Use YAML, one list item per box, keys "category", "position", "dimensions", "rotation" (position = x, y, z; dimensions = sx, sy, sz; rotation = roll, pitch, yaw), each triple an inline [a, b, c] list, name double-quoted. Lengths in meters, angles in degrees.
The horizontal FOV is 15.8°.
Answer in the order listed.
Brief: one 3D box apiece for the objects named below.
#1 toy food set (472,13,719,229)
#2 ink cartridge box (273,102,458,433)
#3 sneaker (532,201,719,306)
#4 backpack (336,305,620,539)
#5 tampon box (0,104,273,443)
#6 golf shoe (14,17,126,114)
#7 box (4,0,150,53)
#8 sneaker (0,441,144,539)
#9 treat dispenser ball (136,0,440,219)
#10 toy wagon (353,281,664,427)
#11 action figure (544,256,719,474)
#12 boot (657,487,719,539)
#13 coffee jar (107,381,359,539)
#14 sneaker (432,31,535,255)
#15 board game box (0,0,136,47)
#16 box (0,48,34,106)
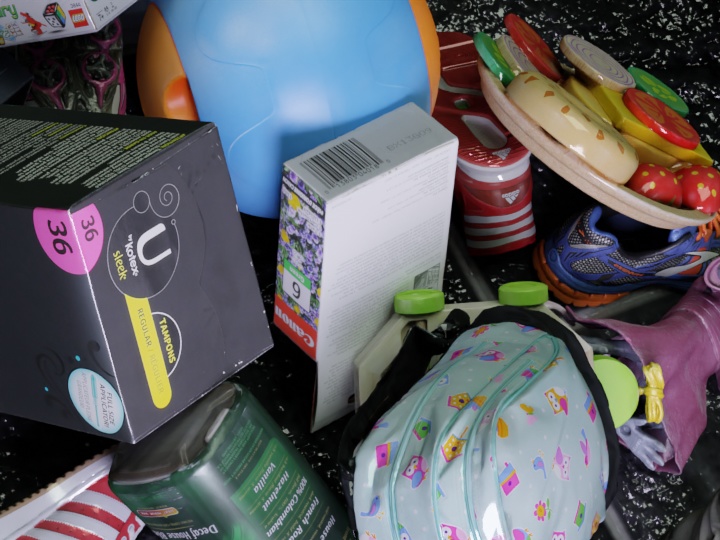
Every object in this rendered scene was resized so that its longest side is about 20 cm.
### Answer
- category: "toy food set"
  position: [0.159, -0.101, 1.729]
  dimensions: [0.199, 0.049, 0.198]
  rotation: [22, 24, -30]
- category: "ink cartridge box"
  position: [0.000, 0.000, 1.661]
  dimensions: [0.109, 0.201, 0.050]
  rotation: [-27, 51, -31]
- category: "sneaker"
  position: [0.220, -0.026, 1.812]
  dimensions: [0.199, 0.078, 0.076]
  rotation: [-16, 69, -27]
- category: "backpack"
  position: [0.074, 0.118, 1.544]
  dimensions: [0.200, 0.126, 0.168]
  rotation: [-35, 106, -55]
- category: "tampon box"
  position: [-0.176, -0.003, 1.537]
  dimensions: [0.126, 0.199, 0.151]
  rotation: [-34, 120, -39]
- category: "golf shoe"
  position: [-0.186, -0.099, 1.696]
  dimensions: [0.072, 0.092, 0.201]
  rotation: [-8, 69, -15]
- category: "box"
  position: [-0.197, -0.212, 1.784]
  dimensions: [0.199, 0.048, 0.122]
  rotation: [-7, 64, -24]
- category: "sneaker"
  position: [-0.159, 0.179, 1.560]
  dimensions: [0.200, 0.071, 0.113]
  rotation: [-31, 76, -29]
- category: "treat dispenser ball"
  position: [-0.048, -0.134, 1.701]
  dimensions: [0.200, 0.201, 0.202]
  rotation: [9, 59, -15]
- category: "toy wagon"
  position: [0.096, 0.086, 1.670]
  dimensions: [0.199, 0.040, 0.156]
  rotation: [-4, 99, -10]
- category: "action figure"
  position: [0.225, 0.052, 1.777]
  dimensions: [0.148, 0.135, 0.200]
  rotation: [19, 40, 34]
- category: "boot"
  position: [0.236, 0.227, 1.642]
  dimensions: [0.067, 0.131, 0.201]
  rotation: [3, 61, -18]
- category: "coffee jar"
  position: [-0.052, 0.162, 1.550]
  dimensions: [0.200, 0.104, 0.085]
  rotation: [48, 55, -23]
- category: "sneaker"
  position: [0.069, -0.078, 1.799]
  dimensions: [0.078, 0.116, 0.200]
  rotation: [-11, 33, -6]
- category: "board game box"
  position: [-0.163, -0.200, 1.642]
  dimensions: [0.200, 0.126, 0.035]
  rotation: [-46, 122, -46]
- category: "box"
  position: [-0.343, -0.101, 1.631]
  dimensions: [0.182, 0.104, 0.200]
  rotation: [41, 56, 7]
